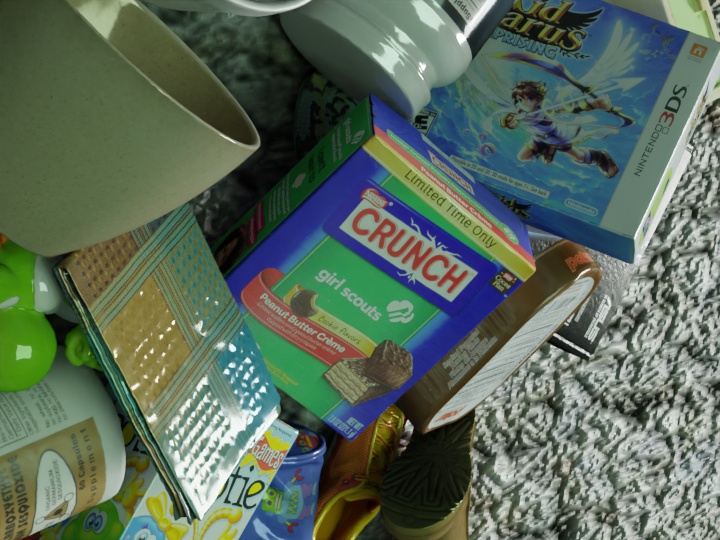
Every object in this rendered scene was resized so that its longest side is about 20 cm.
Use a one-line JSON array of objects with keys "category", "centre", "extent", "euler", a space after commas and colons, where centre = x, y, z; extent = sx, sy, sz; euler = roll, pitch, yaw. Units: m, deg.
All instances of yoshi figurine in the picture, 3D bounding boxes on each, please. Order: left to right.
[{"category": "yoshi figurine", "centre": [-0.201, 0.029, 1.423], "extent": [0.112, 0.113, 0.199], "euler": [-39, 162, 30]}]

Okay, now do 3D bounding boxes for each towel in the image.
[{"category": "towel", "centre": [-0.125, 0.047, 1.426], "extent": [0.147, 0.022, 0.201], "euler": [-51, 123, -50]}]

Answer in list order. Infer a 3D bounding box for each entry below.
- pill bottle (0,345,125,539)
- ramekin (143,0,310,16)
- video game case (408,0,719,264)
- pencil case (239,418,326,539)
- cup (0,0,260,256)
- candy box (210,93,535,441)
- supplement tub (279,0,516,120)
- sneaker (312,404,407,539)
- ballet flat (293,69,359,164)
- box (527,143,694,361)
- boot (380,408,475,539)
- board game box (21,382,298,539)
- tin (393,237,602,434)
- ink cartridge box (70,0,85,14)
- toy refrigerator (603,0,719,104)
[{"category": "pill bottle", "centre": [-0.267, 0.135, 1.424], "extent": [0.199, 0.114, 0.115], "euler": [-22, 120, -32]}, {"category": "ramekin", "centre": [-0.101, -0.263, 1.388], "extent": [0.199, 0.104, 0.202], "euler": [1, 89, -47]}, {"category": "video game case", "centre": [0.148, -0.122, 1.595], "extent": [0.046, 0.199, 0.182], "euler": [81, 33, -62]}, {"category": "pencil case", "centre": [-0.082, 0.215, 1.635], "extent": [0.086, 0.078, 0.202], "euler": [2, 105, -32]}, {"category": "cup", "centre": [-0.183, -0.095, 1.325], "extent": [0.143, 0.201, 0.200], "euler": [-46, 133, 9]}, {"category": "candy box", "centre": [0.000, 0.000, 1.539], "extent": [0.169, 0.077, 0.200], "euler": [38, 110, -24]}, {"category": "supplement tub", "centre": [0.048, -0.224, 1.534], "extent": [0.201, 0.140, 0.140], "euler": [-53, 131, -11]}, {"category": "sneaker", "centre": [0.007, 0.148, 1.685], "extent": [0.073, 0.077, 0.201], "euler": [25, 88, -41]}, {"category": "ballet flat", "centre": [-0.008, -0.051, 1.602], "extent": [0.074, 0.074, 0.202], "euler": [-20, 118, -33]}, {"category": "box", "centre": [0.157, -0.054, 1.727], "extent": [0.163, 0.086, 0.201], "euler": [30, 86, -43]}, {"category": "boot", "centre": [0.060, 0.225, 1.703], "extent": [0.175, 0.066, 0.202], "euler": [-59, 155, -54]}, {"category": "board game box", "centre": [-0.154, 0.169, 1.539], "extent": [0.103, 0.105, 0.201], "euler": [34, 83, -42]}, {"category": "tin", "centre": [0.104, 0.052, 1.619], "extent": [0.200, 0.042, 0.112], "euler": [-48, 159, 29]}, {"category": "ink cartridge box", "centre": [-0.239, -0.174, 1.381], "extent": [0.199, 0.039, 0.100], "euler": [31, 86, -42]}, {"category": "toy refrigerator", "centre": [0.226, -0.223, 1.673], "extent": [0.076, 0.070, 0.202], "euler": [-26, 99, -51]}]
